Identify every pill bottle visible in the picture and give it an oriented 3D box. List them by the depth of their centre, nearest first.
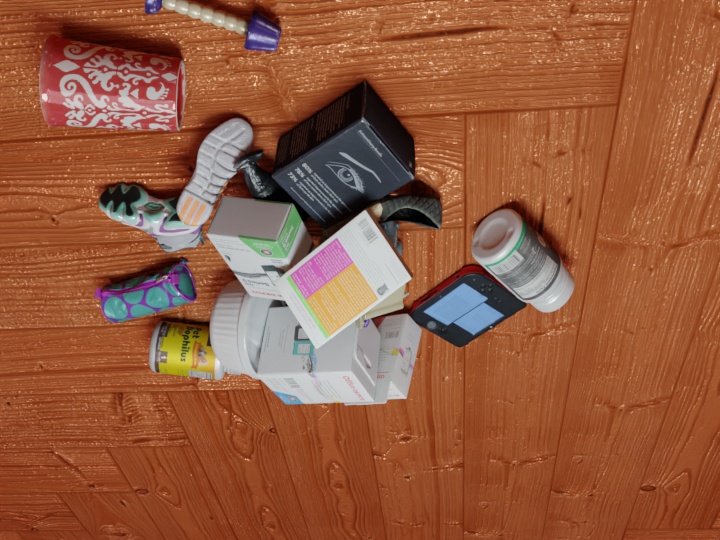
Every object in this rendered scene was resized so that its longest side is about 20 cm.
[{"bbox_3d":[0.304,-0.013,1.397,0.112,0.115,0.199,-31,127,31],"label":"pill bottle"},{"bbox_3d":[-0.352,0.176,1.639,0.194,0.111,0.111,7,137,-4],"label":"pill bottle"}]

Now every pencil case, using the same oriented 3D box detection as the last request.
[{"bbox_3d":[-0.431,0.045,1.526,0.195,0.087,0.092,-15,150,18],"label":"pencil case"}]

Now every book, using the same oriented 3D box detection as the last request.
[{"bbox_3d":[-0.029,0.013,1.237,0.198,0.048,0.135,-36,91,14],"label":"book"}]

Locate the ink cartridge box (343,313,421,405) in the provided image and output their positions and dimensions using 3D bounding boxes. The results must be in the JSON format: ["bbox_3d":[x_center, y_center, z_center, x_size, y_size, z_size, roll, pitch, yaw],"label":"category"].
[{"bbox_3d":[0.046,0.197,1.552,0.114,0.204,0.068,-10,139,37],"label":"ink cartridge box"}]

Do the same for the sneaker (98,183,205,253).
[{"bbox_3d":[-0.383,-0.081,1.401,0.195,0.079,0.141,15,148,8],"label":"sneaker"}]

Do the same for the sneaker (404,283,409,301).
[{"bbox_3d":[-0.003,0.040,1.495,0.194,0.079,0.073,-9,164,-7],"label":"sneaker"}]

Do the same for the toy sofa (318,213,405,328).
[{"bbox_3d":[0.000,0.000,1.359,0.081,0.201,0.099,-14,138,-22],"label":"toy sofa"}]

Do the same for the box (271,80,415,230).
[{"bbox_3d":[-0.026,-0.185,1.246,0.197,0.106,0.148,-26,129,27],"label":"box"}]

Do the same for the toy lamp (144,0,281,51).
[{"bbox_3d":[-0.213,-0.369,1.103,0.195,0.059,0.059,15,136,-10],"label":"toy lamp"}]

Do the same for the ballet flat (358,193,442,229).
[{"bbox_3d":[0.077,-0.097,1.298,0.197,0.058,0.066,-8,167,-43],"label":"ballet flat"}]

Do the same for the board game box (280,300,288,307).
[{"bbox_3d":[-0.096,0.059,1.542,0.123,0.035,0.202,-15,134,4],"label":"board game box"}]

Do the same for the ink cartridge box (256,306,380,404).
[{"bbox_3d":[-0.075,0.165,1.474,0.195,0.149,0.147,-4,148,19],"label":"ink cartridge box"}]

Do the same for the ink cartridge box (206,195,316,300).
[{"bbox_3d":[-0.159,-0.032,1.328,0.142,0.086,0.201,7,149,23],"label":"ink cartridge box"}]

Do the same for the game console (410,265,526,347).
[{"bbox_3d":[0.219,0.080,1.560,0.175,0.032,0.199,33,130,-27],"label":"game console"}]

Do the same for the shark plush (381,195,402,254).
[{"bbox_3d":[0.052,-0.055,1.391,0.088,0.085,0.202,13,136,-9],"label":"shark plush"}]

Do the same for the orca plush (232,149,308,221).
[{"bbox_3d":[-0.133,-0.132,1.298,0.105,0.071,0.202,-41,144,-13],"label":"orca plush"}]

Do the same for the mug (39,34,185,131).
[{"bbox_3d":[-0.376,-0.285,1.179,0.194,0.178,0.137,4,101,-7],"label":"mug"}]

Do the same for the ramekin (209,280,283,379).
[{"bbox_3d":[-0.223,0.111,1.507,0.092,0.205,0.205,2,138,19],"label":"ramekin"}]

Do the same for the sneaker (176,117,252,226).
[{"bbox_3d":[-0.253,-0.175,1.297,0.077,0.112,0.202,34,96,-14],"label":"sneaker"}]
